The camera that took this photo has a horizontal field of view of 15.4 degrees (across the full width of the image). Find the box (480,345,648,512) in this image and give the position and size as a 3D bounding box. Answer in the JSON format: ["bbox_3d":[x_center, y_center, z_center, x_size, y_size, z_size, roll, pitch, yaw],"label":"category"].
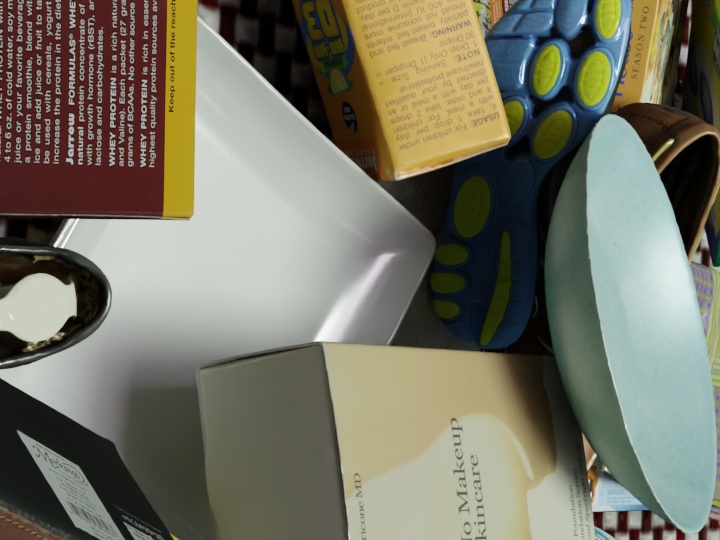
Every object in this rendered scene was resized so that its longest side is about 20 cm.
[{"bbox_3d":[0.123,0.066,1.491,0.200,0.038,0.137,6,87,-57],"label":"box"}]

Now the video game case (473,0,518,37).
[{"bbox_3d":[0.052,-0.161,1.357,0.181,0.025,0.201,4,79,-57],"label":"video game case"}]

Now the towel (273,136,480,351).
[{"bbox_3d":[0.000,0.000,1.307,0.200,0.034,0.133,-17,107,-56],"label":"towel"}]

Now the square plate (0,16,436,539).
[{"bbox_3d":[-0.069,0.020,1.168,0.200,0.028,0.199,41,68,-41],"label":"square plate"}]

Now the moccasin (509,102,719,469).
[{"bbox_3d":[0.136,0.015,1.373,0.073,0.078,0.202,24,93,-30],"label":"moccasin"}]

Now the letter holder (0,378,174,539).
[{"bbox_3d":[-0.170,0.109,0.938,0.142,0.101,0.200,-43,143,6],"label":"letter holder"}]

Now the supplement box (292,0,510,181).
[{"bbox_3d":[0.004,-0.143,1.224,0.069,0.067,0.201,-22,98,-19],"label":"supplement box"}]

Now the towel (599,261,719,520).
[{"bbox_3d":[0.194,0.065,1.543,0.200,0.023,0.144,23,73,-58],"label":"towel"}]

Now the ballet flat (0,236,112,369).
[{"bbox_3d":[-0.172,0.013,0.992,0.200,0.068,0.068,-11,97,-48],"label":"ballet flat"}]

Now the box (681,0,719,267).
[{"bbox_3d":[0.219,-0.103,1.516,0.200,0.048,0.118,90,-6,-56],"label":"box"}]

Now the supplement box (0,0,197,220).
[{"bbox_3d":[-0.169,-0.118,0.953,0.200,0.132,0.198,-1,93,-57],"label":"supplement box"}]

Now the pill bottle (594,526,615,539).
[{"bbox_3d":[0.079,0.177,1.364,0.200,0.110,0.111,20,75,-56],"label":"pill bottle"}]

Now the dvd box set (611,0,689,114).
[{"bbox_3d":[0.155,-0.118,1.465,0.146,0.029,0.201,-23,124,-75],"label":"dvd box set"}]

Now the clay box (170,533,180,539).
[{"bbox_3d":[-0.088,0.176,1.133,0.200,0.048,0.115,41,76,-47],"label":"clay box"}]

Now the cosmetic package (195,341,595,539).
[{"bbox_3d":[0.020,0.089,1.173,0.200,0.071,0.106,4,76,-55],"label":"cosmetic package"}]

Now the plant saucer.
[{"bbox_3d":[0.122,0.028,1.259,0.201,0.039,0.202,-11,90,-71],"label":"plant saucer"}]

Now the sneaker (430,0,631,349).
[{"bbox_3d":[0.085,-0.059,1.316,0.083,0.071,0.200,-42,151,-59],"label":"sneaker"}]
